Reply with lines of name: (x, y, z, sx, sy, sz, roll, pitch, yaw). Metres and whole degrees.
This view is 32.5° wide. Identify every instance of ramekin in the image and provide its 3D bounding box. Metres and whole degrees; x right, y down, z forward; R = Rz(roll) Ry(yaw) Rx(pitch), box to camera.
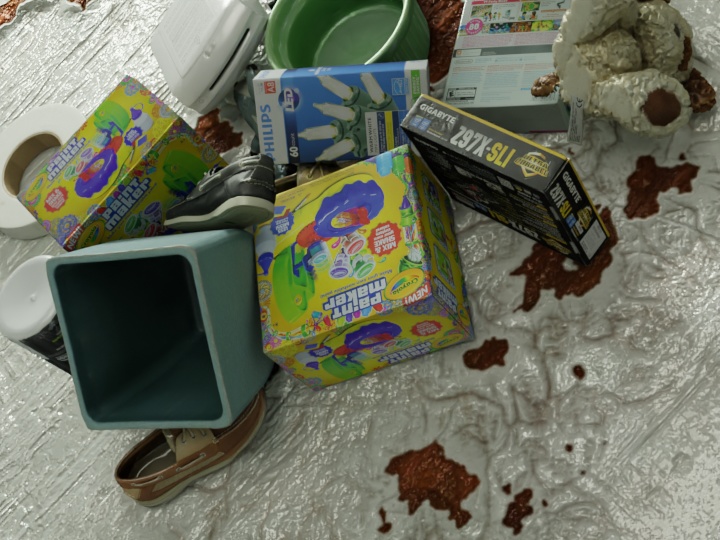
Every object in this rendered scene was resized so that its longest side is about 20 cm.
ramekin: (-0.010, -0.287, 1.534, 0.199, 0.098, 0.202, -13, 59, 22)

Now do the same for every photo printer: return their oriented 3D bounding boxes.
photo printer: (-0.196, -0.306, 1.616, 0.167, 0.069, 0.200, -54, 35, 16)

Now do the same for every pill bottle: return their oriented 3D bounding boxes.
pill bottle: (-0.321, 0.071, 1.445, 0.105, 0.200, 0.107, -15, 57, 24)

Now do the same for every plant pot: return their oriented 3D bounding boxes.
plant pot: (-0.194, 0.047, 1.379, 0.194, 0.200, 0.198, -4, 105, 27)

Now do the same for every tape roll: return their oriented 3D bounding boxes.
tape roll: (-0.449, -0.139, 1.730, 0.201, 0.037, 0.204, -13, 60, 23)

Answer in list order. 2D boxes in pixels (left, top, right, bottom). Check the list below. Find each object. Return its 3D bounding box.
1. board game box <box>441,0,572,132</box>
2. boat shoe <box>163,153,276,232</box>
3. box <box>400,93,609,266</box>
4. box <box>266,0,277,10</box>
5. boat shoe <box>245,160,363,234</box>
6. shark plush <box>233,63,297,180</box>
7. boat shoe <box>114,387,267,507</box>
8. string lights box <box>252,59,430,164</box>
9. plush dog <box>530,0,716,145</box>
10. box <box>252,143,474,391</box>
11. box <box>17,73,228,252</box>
board game box: (0.186, -0.261, 1.436, 0.146, 0.064, 0.202, 3, 68, 29)
boat shoe: (-0.155, -0.080, 1.379, 0.199, 0.071, 0.068, -14, 70, 53)
box: (0.152, -0.096, 1.306, 0.199, 0.160, 0.050, 30, 81, 37)
box: (-0.071, -0.435, 1.658, 0.140, 0.079, 0.201, -25, 56, 11)
boat shoe: (-0.057, -0.097, 1.462, 0.199, 0.067, 0.074, -24, 27, 12)
shark plush: (-0.109, -0.166, 1.568, 0.083, 0.091, 0.201, -32, 73, 33)
boat shoe: (-0.191, 0.192, 1.391, 0.200, 0.072, 0.076, -41, 53, 3)
string lights box: (-0.018, -0.182, 1.427, 0.198, 0.104, 0.059, -3, 19, 6)
plush dog: (0.287, -0.228, 1.314, 0.160, 0.171, 0.201, -27, 82, 56)
box: (0.000, 0.000, 1.360, 0.199, 0.122, 0.194, -20, 57, 19)
box: (-0.265, -0.089, 1.497, 0.200, 0.193, 0.122, -48, 53, -2)
